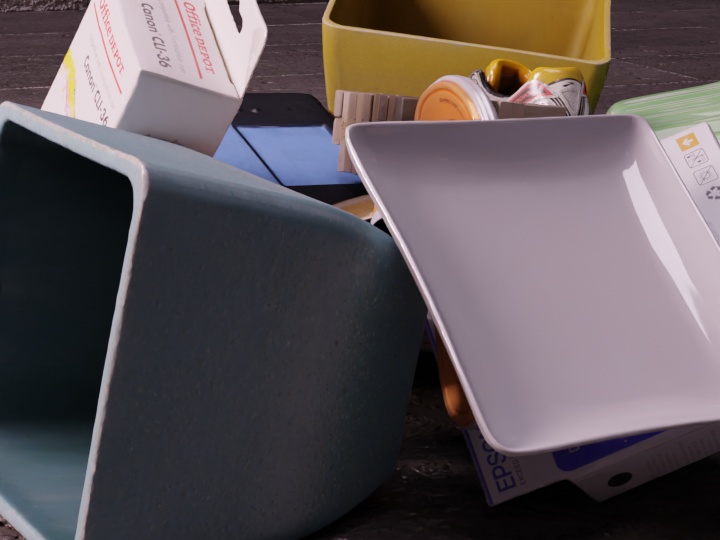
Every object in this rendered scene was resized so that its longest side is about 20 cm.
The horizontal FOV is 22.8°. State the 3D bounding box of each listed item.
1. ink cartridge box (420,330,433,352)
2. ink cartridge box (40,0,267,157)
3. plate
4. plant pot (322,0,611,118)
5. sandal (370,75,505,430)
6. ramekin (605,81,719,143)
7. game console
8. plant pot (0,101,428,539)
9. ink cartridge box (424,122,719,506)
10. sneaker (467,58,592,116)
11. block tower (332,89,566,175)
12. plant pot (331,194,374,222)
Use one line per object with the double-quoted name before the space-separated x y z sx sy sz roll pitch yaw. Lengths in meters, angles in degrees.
"ink cartridge box" 0.098 0.017 1.286 0.119 0.042 0.200 6 14 14
"ink cartridge box" -0.131 -0.093 1.036 0.067 0.200 0.117 13 33 -30
"plate" 0.105 0.006 0.908 0.199 0.032 0.200 -4 55 -32
"plant pot" 0.074 -0.128 1.340 0.199 0.177 0.200 9 31 3
"sandal" 0.040 -0.017 0.970 0.059 0.208 0.079 8 -27 -25
"ramekin" 0.214 -0.024 1.158 0.097 0.201 0.200 -5 14 3
"game console" -0.071 -0.069 1.169 0.176 0.031 0.200 -8 33 -24
"plant pot" -0.079 0.035 0.926 0.199 0.197 0.196 6 10 -32
"ink cartridge box" 0.139 0.028 1.002 0.199 0.043 0.199 -22 48 4
"sneaker" 0.093 -0.093 1.150 0.078 0.083 0.200 -3 3 -27
"block tower" 0.052 -0.079 1.087 0.058 0.054 0.200 1 7 -27
"plant pot" 0.000 0.000 1.114 0.199 0.028 0.200 -15 -23 -7
